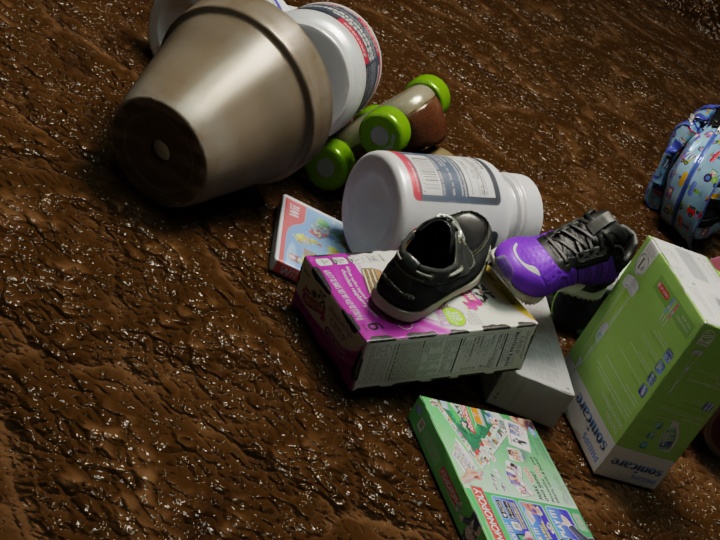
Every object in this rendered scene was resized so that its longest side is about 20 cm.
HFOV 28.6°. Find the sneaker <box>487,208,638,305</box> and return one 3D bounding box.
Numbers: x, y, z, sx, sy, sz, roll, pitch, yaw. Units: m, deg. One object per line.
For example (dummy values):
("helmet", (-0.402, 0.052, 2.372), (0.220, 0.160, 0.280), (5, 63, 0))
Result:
("sneaker", (0.210, -0.023, 1.403), (0.199, 0.100, 0.070), (-2, 54, -50))

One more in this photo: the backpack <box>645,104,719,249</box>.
("backpack", (0.503, -0.135, 2.086), (0.134, 0.184, 0.200), (30, 36, 18))

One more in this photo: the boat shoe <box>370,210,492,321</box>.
("boat shoe", (0.081, -0.019, 1.340), (0.071, 0.068, 0.200), (28, 31, 17))

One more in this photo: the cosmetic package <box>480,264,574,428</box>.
("cosmetic package", (0.163, 0.076, 1.480), (0.082, 0.051, 0.201), (20, 28, -14))

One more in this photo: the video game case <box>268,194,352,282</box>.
("video game case", (0.000, 0.000, 1.473), (0.198, 0.018, 0.144), (25, 27, -13))

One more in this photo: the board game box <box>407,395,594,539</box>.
("board game box", (0.131, 0.199, 1.257), (0.133, 0.029, 0.201), (15, 31, -29))

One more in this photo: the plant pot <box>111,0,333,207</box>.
("plant pot", (-0.153, -0.155, 1.411), (0.199, 0.201, 0.173), (36, 42, 10))

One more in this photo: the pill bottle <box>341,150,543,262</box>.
("pill bottle", (0.091, -0.061, 1.494), (0.198, 0.121, 0.120), (2, 38, -34))

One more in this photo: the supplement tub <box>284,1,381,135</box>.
("supplement tub", (-0.055, -0.223, 1.577), (0.139, 0.141, 0.200), (31, 16, 0))

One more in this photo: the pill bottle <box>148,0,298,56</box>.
("pill bottle", (-0.149, -0.284, 1.697), (0.112, 0.113, 0.199), (45, 29, 27))

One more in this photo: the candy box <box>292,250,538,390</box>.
("candy box", (0.052, 0.041, 1.354), (0.198, 0.062, 0.137), (-4, 38, -32))

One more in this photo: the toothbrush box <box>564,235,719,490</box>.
("toothbrush box", (0.293, 0.093, 1.420), (0.085, 0.201, 0.146), (18, 28, -26))

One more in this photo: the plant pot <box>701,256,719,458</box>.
("plant pot", (0.442, 0.110, 1.586), (0.198, 0.201, 0.180), (24, 42, -15))

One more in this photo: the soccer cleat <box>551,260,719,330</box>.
("soccer cleat", (0.302, 0.023, 1.519), (0.197, 0.069, 0.081), (-13, 19, -17))

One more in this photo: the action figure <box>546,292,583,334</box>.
("action figure", (0.209, 0.002, 1.647), (0.201, 0.055, 0.118), (50, 20, 15))

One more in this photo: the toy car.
("toy car", (0.059, -0.097, 1.622), (0.202, 0.157, 0.164), (59, 32, -8))
